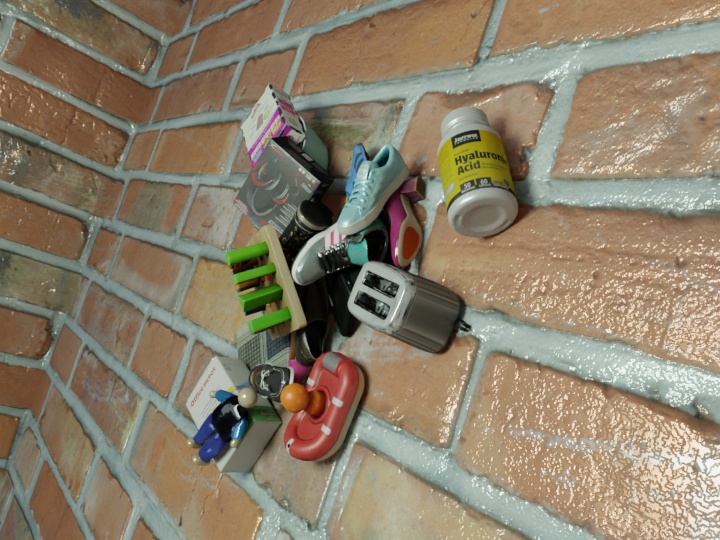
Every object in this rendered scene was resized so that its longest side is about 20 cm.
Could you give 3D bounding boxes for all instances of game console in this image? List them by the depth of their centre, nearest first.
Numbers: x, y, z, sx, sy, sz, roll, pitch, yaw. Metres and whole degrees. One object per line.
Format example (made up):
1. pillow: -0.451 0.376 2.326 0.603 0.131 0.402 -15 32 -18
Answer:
1. game console: 0.000 0.000 1.280 0.201 0.115 0.177 -114 26 -46

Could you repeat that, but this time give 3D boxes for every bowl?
1. bowl: -0.149 -0.250 1.530 0.200 0.104 0.203 -28 50 41

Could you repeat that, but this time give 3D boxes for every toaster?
1. toaster: 0.071 0.059 1.062 0.199 0.128 0.115 28 95 54

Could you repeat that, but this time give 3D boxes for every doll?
1. doll: -0.275 0.301 1.298 0.200 0.048 0.137 -46 55 24

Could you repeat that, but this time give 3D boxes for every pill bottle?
1. pill bottle: 0.183 -0.164 1.050 0.111 0.111 0.202 -34 47 37

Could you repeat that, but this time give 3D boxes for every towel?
1. towel: -0.212 0.175 1.458 0.199 0.034 0.194 -34 50 35

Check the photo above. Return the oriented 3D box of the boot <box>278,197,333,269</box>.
1. boot: -0.126 -0.066 1.287 0.151 0.073 0.200 -49 8 12

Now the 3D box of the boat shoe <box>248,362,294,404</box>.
1. boat shoe: -0.177 0.216 1.274 0.200 0.060 0.075 174 112 -71

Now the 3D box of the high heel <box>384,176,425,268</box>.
1. high heel: 0.064 -0.083 1.197 0.095 0.067 0.202 -15 46 37

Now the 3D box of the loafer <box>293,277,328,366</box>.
1. loafer: -0.089 0.089 1.283 0.071 0.072 0.203 -9 82 61

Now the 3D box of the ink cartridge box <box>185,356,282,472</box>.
1. ink cartridge box: -0.275 0.305 1.387 0.145 0.084 0.200 -56 50 16

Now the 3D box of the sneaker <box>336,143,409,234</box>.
1. sneaker: 0.009 -0.153 1.178 0.073 0.082 0.201 5 48 43

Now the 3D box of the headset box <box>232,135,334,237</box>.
1. headset box: -0.173 -0.164 1.403 0.148 0.075 0.201 42 116 8

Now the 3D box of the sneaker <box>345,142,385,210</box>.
1. sneaker: -0.005 -0.183 1.320 0.078 0.066 0.201 -23 48 14

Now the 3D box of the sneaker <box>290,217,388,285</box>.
1. sneaker: -0.025 -0.028 1.186 0.200 0.084 0.121 -40 36 -13

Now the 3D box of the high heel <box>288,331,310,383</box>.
1. high heel: -0.138 0.130 1.322 0.067 0.095 0.202 2 73 52

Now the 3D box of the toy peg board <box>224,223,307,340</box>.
1. toy peg board: -0.208 0.040 1.264 0.199 0.097 0.202 -28 80 64

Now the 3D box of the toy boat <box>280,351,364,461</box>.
1. toy boat: -0.088 0.241 1.170 0.130 0.130 0.202 20 88 54

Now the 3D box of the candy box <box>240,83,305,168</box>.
1. candy box: -0.205 -0.322 1.500 0.137 0.061 0.201 -49 40 24
